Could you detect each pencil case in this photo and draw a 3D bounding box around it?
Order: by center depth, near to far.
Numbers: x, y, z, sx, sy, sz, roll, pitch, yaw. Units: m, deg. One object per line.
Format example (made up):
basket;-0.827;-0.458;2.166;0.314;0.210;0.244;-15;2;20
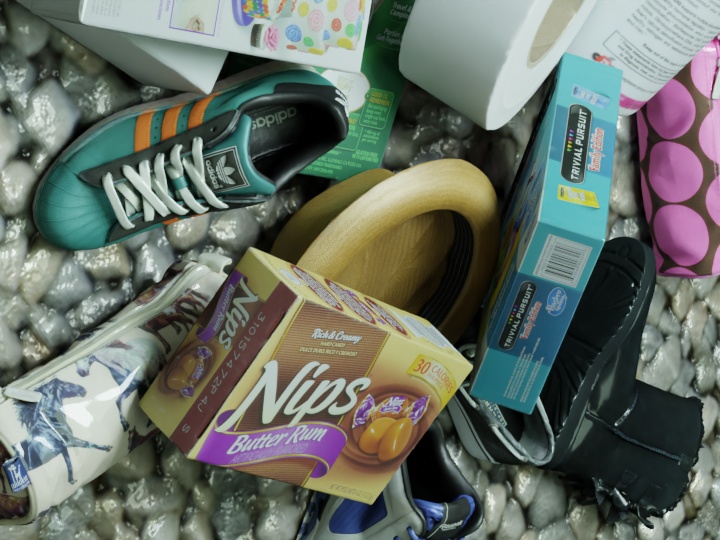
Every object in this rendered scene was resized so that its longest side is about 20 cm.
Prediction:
pencil case;-0.150;0.067;1.175;0.200;0.078;0.090;-36;144;-32
pencil case;0.257;-0.093;1.512;0.090;0.093;0.202;-25;114;-37

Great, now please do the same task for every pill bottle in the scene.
pill bottle;0.218;-0.213;1.378;0.113;0.114;0.200;20;126;-42

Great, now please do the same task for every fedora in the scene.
fedora;0.000;0.000;1.281;0.200;0.082;0.202;-26;139;-25

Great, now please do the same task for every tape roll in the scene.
tape roll;0.107;-0.192;1.258;0.203;0.071;0.203;-54;168;-17

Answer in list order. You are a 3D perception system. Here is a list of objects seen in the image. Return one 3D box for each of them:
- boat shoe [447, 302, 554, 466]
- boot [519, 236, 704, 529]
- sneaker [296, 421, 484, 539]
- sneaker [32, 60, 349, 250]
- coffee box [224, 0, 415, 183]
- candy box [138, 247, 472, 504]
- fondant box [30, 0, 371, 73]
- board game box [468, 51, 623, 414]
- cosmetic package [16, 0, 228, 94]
boat shoe;0.082;0.061;1.393;0.074;0.068;0.200;-40;121;-31
boot;0.208;0.091;1.511;0.162;0.073;0.200;28;85;-39
sneaker;0.017;0.181;1.322;0.080;0.115;0.201;7;92;-41
sneaker;-0.098;-0.066;1.169;0.199;0.080;0.072;-27;114;-11
coffee box;-0.016;-0.160;1.261;0.122;0.044;0.202;6;105;-43
candy box;-0.029;0.068;1.196;0.117;0.056;0.200;-54;146;9
fondant box;-0.079;-0.198;1.112;0.199;0.058;0.146;6;96;-39
board game box;0.124;-0.028;1.319;0.201;0.047;0.152;-76;-176;-52
cosmetic package;-0.154;-0.193;1.136;0.200;0.071;0.102;33;75;-40
